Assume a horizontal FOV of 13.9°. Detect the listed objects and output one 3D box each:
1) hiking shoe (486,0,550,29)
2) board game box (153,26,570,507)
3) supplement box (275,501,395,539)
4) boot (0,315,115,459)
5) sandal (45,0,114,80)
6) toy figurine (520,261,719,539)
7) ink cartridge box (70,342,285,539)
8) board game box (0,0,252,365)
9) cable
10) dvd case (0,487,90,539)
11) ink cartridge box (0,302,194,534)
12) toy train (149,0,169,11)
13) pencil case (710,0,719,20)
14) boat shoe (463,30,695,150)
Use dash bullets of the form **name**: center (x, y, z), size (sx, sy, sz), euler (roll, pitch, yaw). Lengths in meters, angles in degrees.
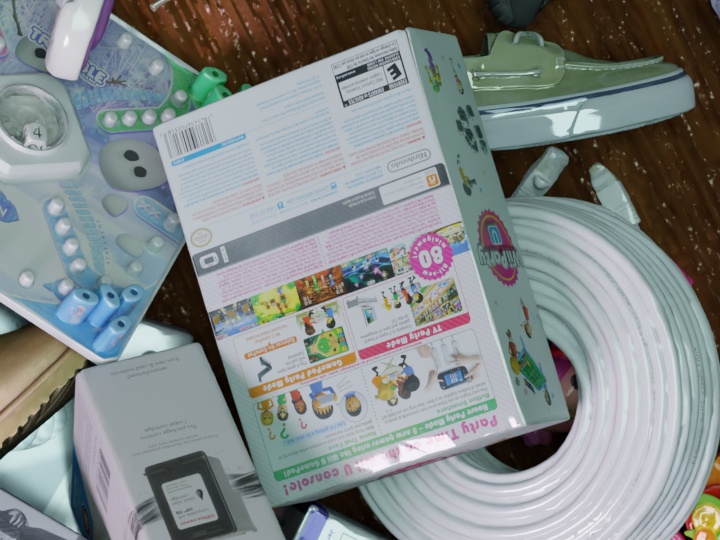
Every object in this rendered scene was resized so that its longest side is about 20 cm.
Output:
- **hiking shoe**: center (0.156, -0.188, 1.565), size (0.200, 0.076, 0.101), euler (-45, 93, -7)
- **board game box**: center (0.000, 0.000, 1.444), size (0.147, 0.064, 0.201), euler (-19, 83, 24)
- **supplement box**: center (0.035, 0.204, 1.534), size (0.200, 0.101, 0.104), euler (25, 87, -8)
- **boot**: center (-0.240, 0.014, 1.472), size (0.175, 0.066, 0.200), euler (-41, 88, -2)
- **sandal**: center (-0.111, -0.182, 1.507), size (0.050, 0.082, 0.203), euler (21, 70, -7)
- **toy figurine**: center (0.147, 0.076, 1.555), size (0.184, 0.150, 0.200), euler (43, 104, 6)
- **ink cartridge box**: center (-0.079, 0.150, 1.420), size (0.067, 0.116, 0.200), euler (-12, 52, -18)
- **board game box**: center (-0.166, -0.077, 1.480), size (0.200, 0.026, 0.200), euler (34, 47, -7)
- **cable**: center (0.085, 0.062, 1.479), size (0.200, 0.069, 0.200), euler (-43, 71, 19)
- **dvd case**: center (-0.245, 0.145, 1.403), size (0.200, 0.025, 0.150), euler (29, 64, 6)
- **ink cartridge box**: center (-0.207, 0.100, 1.526), size (0.199, 0.041, 0.200), euler (15, 88, -8)
- **toy train**: center (-0.047, -0.233, 1.539), size (0.200, 0.085, 0.116), euler (-28, 78, 2)
- **pencil case**: center (0.285, -0.172, 1.581), size (0.200, 0.083, 0.091), euler (-37, 79, -6)
- **boat shoe**: center (0.078, -0.096, 1.555), size (0.199, 0.072, 0.062), euler (-8, 94, -6)
